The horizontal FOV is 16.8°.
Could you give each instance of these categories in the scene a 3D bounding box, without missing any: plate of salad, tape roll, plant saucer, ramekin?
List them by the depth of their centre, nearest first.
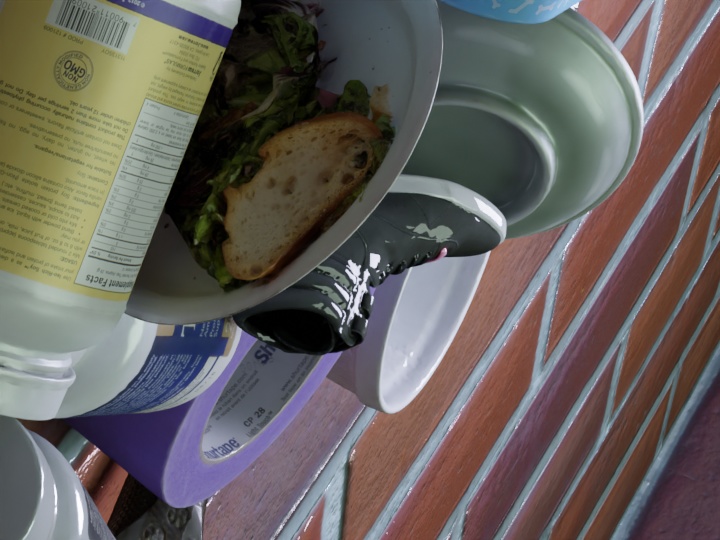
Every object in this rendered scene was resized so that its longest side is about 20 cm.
[{"bbox_3d":[-0.052,-0.068,1.071,0.048,0.199,0.201,41,70,-40],"label":"plate of salad"},{"bbox_3d":[0.056,-0.073,1.343,0.201,0.199,0.050,94,5,-50],"label":"plant saucer"},{"bbox_3d":[-0.078,0.031,1.393,0.200,0.085,0.200,-47,163,-19],"label":"tape roll"},{"bbox_3d":[0.013,-0.013,1.672,0.201,0.105,0.201,-57,161,-31],"label":"ramekin"}]

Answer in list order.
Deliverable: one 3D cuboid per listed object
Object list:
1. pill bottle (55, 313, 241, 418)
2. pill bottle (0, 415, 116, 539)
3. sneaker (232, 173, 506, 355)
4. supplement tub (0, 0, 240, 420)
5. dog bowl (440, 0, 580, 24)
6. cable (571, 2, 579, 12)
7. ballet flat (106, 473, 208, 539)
[{"bbox_3d":[-0.138,0.016,1.199,0.112,0.110,0.200,-68,164,4],"label":"pill bottle"},{"bbox_3d":[-0.184,0.143,1.221,0.114,0.113,0.200,-61,163,-20],"label":"pill bottle"},{"bbox_3d":[0.000,0.000,1.284,0.199,0.071,0.100,9,71,-41],"label":"sneaker"},{"bbox_3d":[-0.147,-0.054,1.011,0.201,0.145,0.145,-68,164,4],"label":"supplement tub"},{"bbox_3d":[0.082,-0.180,1.282,0.200,0.111,0.050,-36,150,-61],"label":"dog bowl"},{"bbox_3d":[0.018,-0.159,1.335,0.097,0.199,0.051,142,-34,-71],"label":"cable"},{"bbox_3d":[-0.126,0.147,1.497,0.046,0.067,0.201,-19,-128,60],"label":"ballet flat"}]
